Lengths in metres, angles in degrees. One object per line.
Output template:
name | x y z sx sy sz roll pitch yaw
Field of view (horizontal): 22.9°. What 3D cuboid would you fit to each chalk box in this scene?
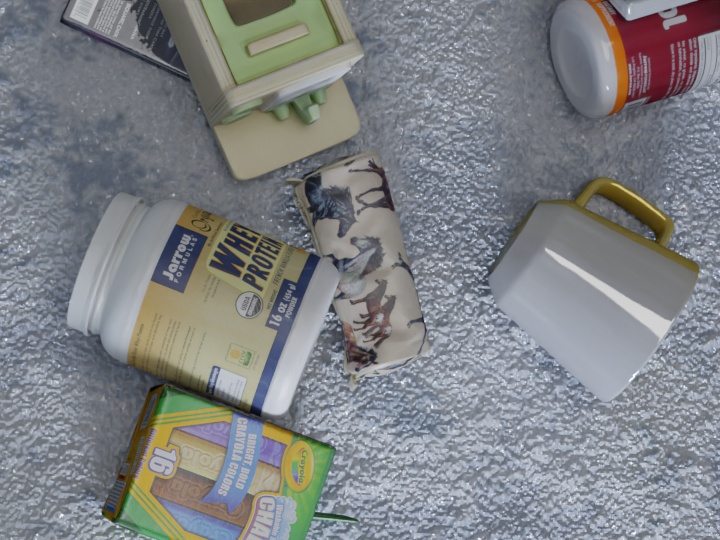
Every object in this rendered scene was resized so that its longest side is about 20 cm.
chalk box | -0.101 0.188 1.502 0.199 0.124 0.124 23 80 -10

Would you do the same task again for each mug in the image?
mug | 0.202 0.009 1.606 0.153 0.187 0.150 34 111 0

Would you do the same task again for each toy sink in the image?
toy sink | -0.081 -0.194 1.529 0.130 0.112 0.201 -22 91 -14

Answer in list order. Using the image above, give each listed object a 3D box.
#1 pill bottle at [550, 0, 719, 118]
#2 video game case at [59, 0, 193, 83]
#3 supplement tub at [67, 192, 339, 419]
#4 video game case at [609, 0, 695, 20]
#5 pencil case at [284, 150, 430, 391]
pill bottle | 0.285 -0.219 1.641 0.199 0.113 0.114 -18 89 -16
video game case | -0.148 -0.244 1.583 0.199 0.019 0.143 24 80 -12
supplement tub | -0.131 0.027 1.489 0.199 0.144 0.145 21 80 0
video game case | 0.289 -0.310 1.637 0.199 0.023 0.182 -18 45 -15
pencil case | 0.000 0.000 1.568 0.089 0.078 0.201 -16 89 -2
